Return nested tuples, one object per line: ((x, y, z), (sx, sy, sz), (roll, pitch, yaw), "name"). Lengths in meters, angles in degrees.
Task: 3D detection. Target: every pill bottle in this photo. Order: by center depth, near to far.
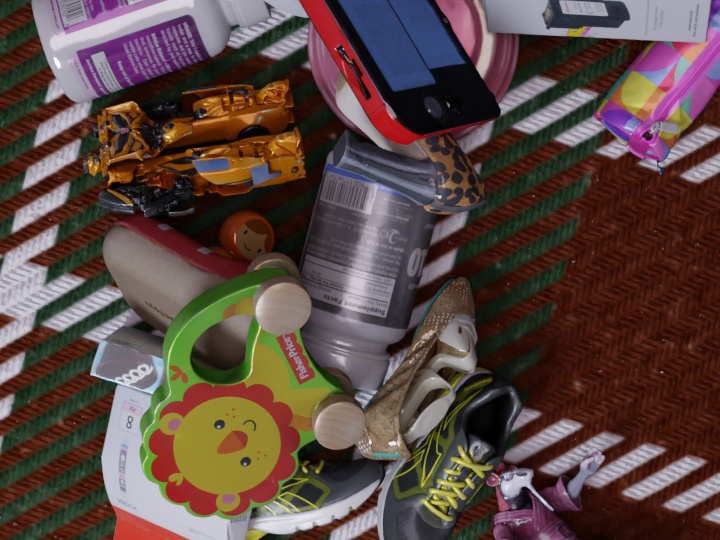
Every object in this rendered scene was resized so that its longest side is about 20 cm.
((-0.186, -0.235, 1.404), (0.198, 0.112, 0.113), (-18, 94, 2), "pill bottle")
((0.000, 0.000, 1.417), (0.112, 0.114, 0.202), (15, 95, 0), "pill bottle")

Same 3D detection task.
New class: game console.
((0.029, -0.203, 1.318), (0.031, 0.176, 0.201), (-35, 81, 38), "game console")

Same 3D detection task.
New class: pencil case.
((0.299, -0.189, 1.416), (0.088, 0.088, 0.201), (36, 93, -2), "pencil case")

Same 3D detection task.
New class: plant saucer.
((0.049, -0.213, 1.433), (0.198, 0.051, 0.203), (0, 93, 1), "plant saucer")

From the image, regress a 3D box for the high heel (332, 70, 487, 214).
((0.051, -0.142, 1.365), (0.141, 0.071, 0.202), (20, 53, -19), "high heel")

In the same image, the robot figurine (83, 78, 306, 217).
((-0.154, -0.116, 1.410), (0.197, 0.146, 0.059), (-8, 137, -6), "robot figurine")

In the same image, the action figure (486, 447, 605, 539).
((0.184, 0.260, 1.459), (0.133, 0.149, 0.201), (-31, 73, -26), "action figure")

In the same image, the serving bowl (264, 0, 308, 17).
((-0.071, -0.312, 1.351), (0.065, 0.199, 0.202), (-12, 95, 34), "serving bowl")

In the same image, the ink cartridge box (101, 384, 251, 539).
((-0.174, 0.220, 1.430), (0.161, 0.057, 0.202), (15, 91, 34), "ink cartridge box")

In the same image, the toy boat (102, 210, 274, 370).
((-0.127, -0.001, 1.401), (0.199, 0.131, 0.131), (28, 64, 32), "toy boat")

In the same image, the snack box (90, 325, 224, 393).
((-0.139, 0.102, 1.425), (0.198, 0.116, 0.038), (17, 94, 0), "snack box")

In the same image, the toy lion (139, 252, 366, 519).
((-0.105, 0.110, 1.308), (0.190, 0.069, 0.201), (-25, 119, -2), "toy lion")

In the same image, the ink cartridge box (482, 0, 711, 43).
((0.212, -0.287, 1.370), (0.197, 0.083, 0.147), (5, 68, 11), "ink cartridge box")

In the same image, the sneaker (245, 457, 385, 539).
((-0.076, 0.201, 1.452), (0.198, 0.074, 0.086), (-17, 93, 2), "sneaker")

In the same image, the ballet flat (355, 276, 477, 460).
((0.068, 0.093, 1.412), (0.065, 0.071, 0.201), (14, 61, 36), "ballet flat")

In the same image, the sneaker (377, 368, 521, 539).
((0.080, 0.177, 1.409), (0.074, 0.084, 0.202), (29, 76, -16), "sneaker")
